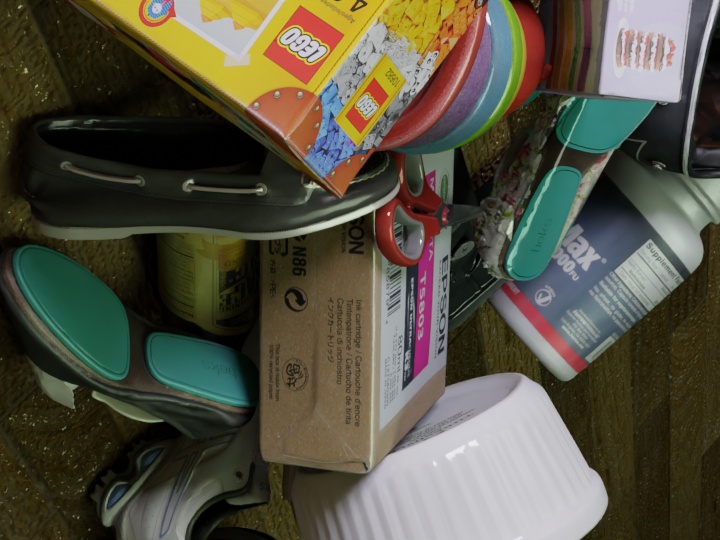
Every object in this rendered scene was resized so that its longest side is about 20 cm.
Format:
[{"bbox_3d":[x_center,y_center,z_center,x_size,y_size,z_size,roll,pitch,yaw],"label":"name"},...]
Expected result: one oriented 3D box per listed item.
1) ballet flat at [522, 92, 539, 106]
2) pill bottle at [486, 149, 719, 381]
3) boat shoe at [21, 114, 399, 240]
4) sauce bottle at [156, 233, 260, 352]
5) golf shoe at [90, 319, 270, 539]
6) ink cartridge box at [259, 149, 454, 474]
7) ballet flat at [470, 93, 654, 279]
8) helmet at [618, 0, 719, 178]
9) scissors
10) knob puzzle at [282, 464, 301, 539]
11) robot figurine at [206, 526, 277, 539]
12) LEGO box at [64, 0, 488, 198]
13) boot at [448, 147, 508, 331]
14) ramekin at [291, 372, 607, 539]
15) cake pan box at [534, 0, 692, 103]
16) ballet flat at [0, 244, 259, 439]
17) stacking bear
[{"bbox_3d":[0.085,-0.151,1.185,0.075,0.064,0.200,-24,170,6],"label":"ballet flat"},{"bbox_3d":[0.192,-0.023,1.412,0.200,0.120,0.120,-42,153,5],"label":"pill bottle"},{"bbox_3d":[-0.077,-0.055,0.959,0.198,0.067,0.057,-5,126,-6],"label":"boat shoe"},{"bbox_3d":[-0.089,0.005,1.101,0.066,0.066,0.201,-37,149,-30],"label":"sauce bottle"},{"bbox_3d":[-0.080,0.112,1.204,0.200,0.097,0.078,-54,151,-4],"label":"golf shoe"},{"bbox_3d":[0.000,0.000,1.104,0.165,0.075,0.202,-35,128,-66],"label":"ink cartridge box"},{"bbox_3d":[0.129,-0.086,1.198,0.075,0.064,0.201,18,112,-40],"label":"ballet flat"},{"bbox_3d":[0.239,-0.160,1.290,0.189,0.201,0.201,-2,134,-11],"label":"helmet"},{"bbox_3d":[0.042,-0.026,1.089,0.200,0.014,0.074,36,57,-70],"label":"scissors"},{"bbox_3d":[-0.008,0.075,1.255,0.220,0.030,0.221,11,90,-75],"label":"knob puzzle"},{"bbox_3d":[-0.092,0.241,1.269,0.150,0.125,0.200,-43,178,0],"label":"robot figurine"},{"bbox_3d":[-0.047,-0.153,0.835,0.149,0.200,0.077,-53,154,-3],"label":"LEGO box"},{"bbox_3d":[0.071,-0.058,1.292,0.165,0.065,0.200,-51,148,-9],"label":"boot"},{"bbox_3d":[0.048,0.138,1.158,0.201,0.095,0.202,-22,-175,2],"label":"ramekin"},{"bbox_3d":[0.146,-0.195,1.037,0.184,0.052,0.202,-135,-129,-78],"label":"cake pan box"},{"bbox_3d":[-0.142,0.052,1.044,0.068,0.068,0.200,-31,135,29],"label":"ballet flat"},{"bbox_3d":[0.042,-0.120,0.993,0.200,0.121,0.115,-10,102,-66],"label":"stacking bear"}]
